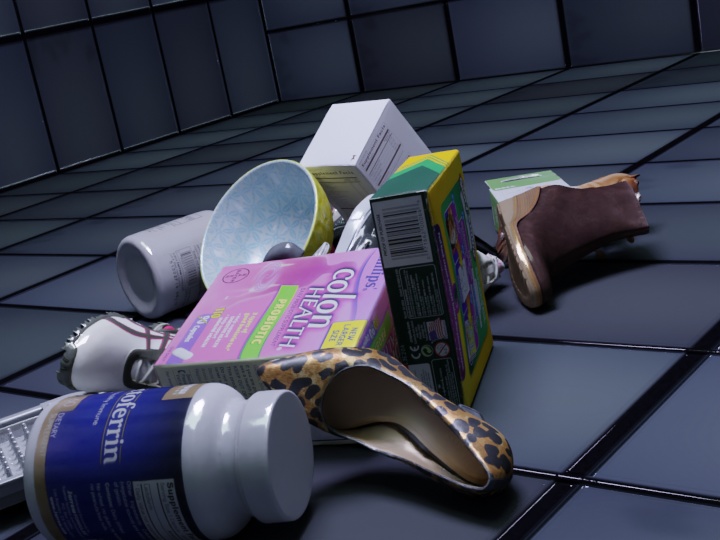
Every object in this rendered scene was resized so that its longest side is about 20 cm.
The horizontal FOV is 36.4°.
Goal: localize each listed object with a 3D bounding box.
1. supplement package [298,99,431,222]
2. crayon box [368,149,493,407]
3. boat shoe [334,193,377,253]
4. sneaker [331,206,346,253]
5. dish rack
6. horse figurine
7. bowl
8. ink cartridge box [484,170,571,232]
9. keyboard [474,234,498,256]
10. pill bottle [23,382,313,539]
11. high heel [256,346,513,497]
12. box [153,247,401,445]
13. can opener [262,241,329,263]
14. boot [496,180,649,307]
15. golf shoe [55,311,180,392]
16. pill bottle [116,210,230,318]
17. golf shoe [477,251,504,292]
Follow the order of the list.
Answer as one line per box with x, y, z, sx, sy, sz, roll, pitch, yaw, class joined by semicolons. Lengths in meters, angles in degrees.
0.031;-0.118;1.459;0.113;0.200;0.111;4;57;43;supplement package
0.070;0.007;1.012;0.057;0.203;0.173;-7;15;16;crayon box
0.000;0.000;1.214;0.056;0.069;0.202;14;55;21;boat shoe
-0.015;-0.049;1.553;0.074;0.082;0.199;17;37;33;sneaker
-0.317;0.177;0.998;0.197;0.044;0.171;-18;17;-22;dish rack
0.254;-0.066;1.353;0.197;0.050;0.134;-10;47;12;horse figurine
-0.102;-0.029;1.421;0.198;0.203;0.107;1;-24;39;bowl
0.235;-0.084;1.498;0.102;0.060;0.200;-10;15;1;ink cartridge box
0.078;-0.050;1.258;0.040;0.103;0.200;-57;20;2;keyboard
-0.142;0.147;0.830;0.197;0.118;0.116;-7;15;16;pill bottle
0.017;0.111;0.819;0.197;0.073;0.143;16;8;-7;high heel
-0.060;0.070;1.016;0.197;0.098;0.177;-5;29;21;box
-0.089;0.025;1.167;0.200;0.066;0.053;-50;8;50;can opener
0.246;-0.039;1.241;0.163;0.073;0.201;-8;35;4;boot
-0.213;0.090;1.098;0.087;0.079;0.199;19;9;31;golf shoe
-0.224;-0.019;1.507;0.198;0.116;0.113;-23;18;-38;pill bottle
0.123;-0.004;1.266;0.090;0.074;0.200;-10;15;2;golf shoe
